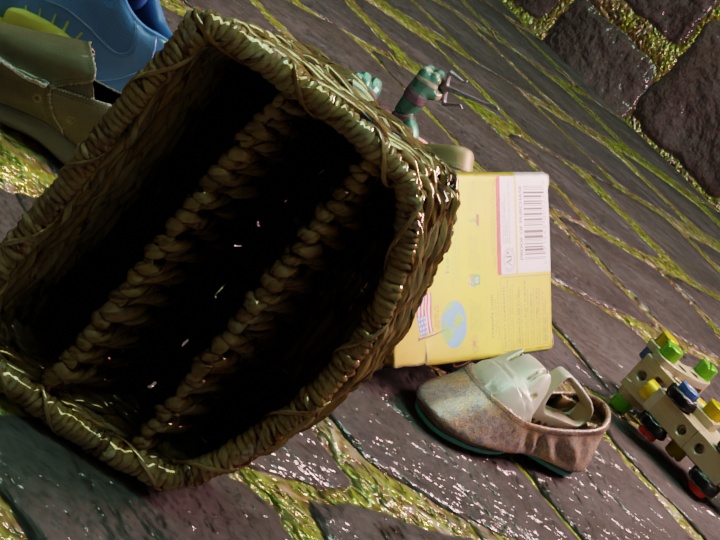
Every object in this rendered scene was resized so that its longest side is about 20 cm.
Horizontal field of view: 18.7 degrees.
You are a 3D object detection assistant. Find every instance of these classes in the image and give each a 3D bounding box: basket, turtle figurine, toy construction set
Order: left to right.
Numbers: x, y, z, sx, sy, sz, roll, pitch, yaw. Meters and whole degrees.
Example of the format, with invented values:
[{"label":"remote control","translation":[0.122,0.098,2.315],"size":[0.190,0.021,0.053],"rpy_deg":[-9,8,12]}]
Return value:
[{"label":"basket","translation":[-0.061,0.003,0.993],"size":[0.143,0.200,0.149],"rpy_deg":[44,11,13]},{"label":"turtle figurine","translation":[0.054,-0.101,1.867],"size":[0.200,0.100,0.150],"rpy_deg":[36,-32,57]},{"label":"toy construction set","translation":[0.292,0.132,1.819],"size":[0.200,0.092,0.131],"rpy_deg":[34,9,24]}]

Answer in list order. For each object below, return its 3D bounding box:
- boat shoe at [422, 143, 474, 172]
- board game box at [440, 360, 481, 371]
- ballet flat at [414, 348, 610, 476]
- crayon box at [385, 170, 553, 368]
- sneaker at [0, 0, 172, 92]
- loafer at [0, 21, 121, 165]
[{"label":"boat shoe","translation":[0.010,-0.074,1.606],"size":[0.199,0.067,0.074],"rpy_deg":[16,-6,43]},{"label":"board game box","translation":[0.000,0.000,1.538],"size":[0.200,0.035,0.136],"rpy_deg":[24,20,-50]},{"label":"ballet flat","translation":[0.108,0.088,1.472],"size":[0.068,0.067,0.200],"rpy_deg":[49,16,30]},{"label":"crayon box","translation":[0.058,-0.004,1.464],"size":[0.051,0.128,0.200],"rpy_deg":[-1,1,34]},{"label":"sneaker","translation":[-0.190,-0.173,1.427],"size":[0.200,0.105,0.076],"rpy_deg":[44,13,14]},{"label":"loafer","translation":[-0.190,-0.118,1.322],"size":[0.200,0.070,0.075],"rpy_deg":[35,14,-22]}]
